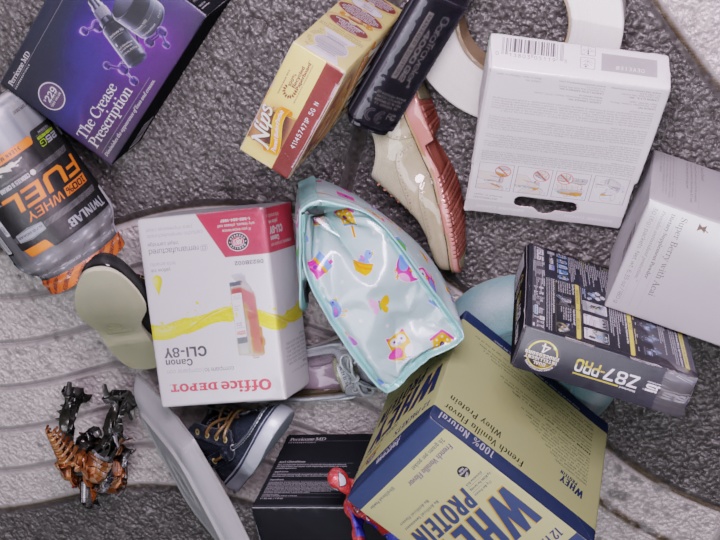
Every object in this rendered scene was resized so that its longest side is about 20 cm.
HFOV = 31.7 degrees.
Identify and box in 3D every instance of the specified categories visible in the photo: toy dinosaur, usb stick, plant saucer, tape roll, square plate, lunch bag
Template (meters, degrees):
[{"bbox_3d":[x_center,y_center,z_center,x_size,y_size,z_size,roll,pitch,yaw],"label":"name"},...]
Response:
[{"bbox_3d":[-0.305,0.203,1.454,0.102,0.136,0.200,9,163,-7],"label":"toy dinosaur"},{"bbox_3d":[0.053,-0.212,1.144,0.055,0.033,0.200,15,120,-31],"label":"usb stick"},{"bbox_3d":[0.174,0.101,1.330,0.200,0.039,0.202,7,118,12],"label":"plant saucer"},{"bbox_3d":[0.142,-0.233,1.163,0.202,0.037,0.204,7,119,12],"label":"tape roll"},{"bbox_3d":[-0.188,0.230,1.416,0.028,0.198,0.201,-31,118,-16],"label":"square plate"},{"bbox_3d":[0.000,0.000,1.241,0.122,0.170,0.200,-38,101,6],"label":"lunch bag"}]

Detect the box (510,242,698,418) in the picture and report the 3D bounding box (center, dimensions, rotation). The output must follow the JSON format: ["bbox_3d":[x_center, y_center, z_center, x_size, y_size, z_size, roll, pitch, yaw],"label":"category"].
[{"bbox_3d":[0.224,0.050,1.190,0.161,0.200,0.049,15,114,1],"label":"box"}]

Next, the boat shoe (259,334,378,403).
[{"bbox_3d":[-0.040,0.112,1.379,0.201,0.065,0.075,-4,116,17],"label":"boat shoe"}]

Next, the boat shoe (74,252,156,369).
[{"bbox_3d":[-0.252,0.035,1.347,0.073,0.063,0.202,-2,150,7],"label":"boat shoe"}]

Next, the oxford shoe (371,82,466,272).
[{"bbox_3d":[0.053,-0.089,1.245,0.074,0.071,0.201,-13,102,18],"label":"oxford shoe"}]

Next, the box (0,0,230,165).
[{"bbox_3d":[-0.243,-0.228,1.249,0.141,0.079,0.200,37,120,-3],"label":"box"}]

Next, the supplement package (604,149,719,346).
[{"bbox_3d":[0.344,-0.009,1.178,0.199,0.120,0.122,19,120,4],"label":"supplement package"}]

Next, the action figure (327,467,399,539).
[{"bbox_3d":[0.039,0.273,1.247,0.200,0.099,0.065,41,115,0],"label":"action figure"}]

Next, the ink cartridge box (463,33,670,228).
[{"bbox_3d":[0.186,-0.125,1.177,0.160,0.050,0.200,7,146,2],"label":"ink cartridge box"}]

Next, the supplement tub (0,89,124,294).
[{"bbox_3d":[-0.342,-0.082,1.325,0.122,0.123,0.200,-25,109,25],"label":"supplement tub"}]

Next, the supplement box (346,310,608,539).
[{"bbox_3d":[0.122,0.187,1.251,0.200,0.200,0.134,38,120,-7],"label":"supplement box"}]

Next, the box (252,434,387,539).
[{"bbox_3d":[0.001,0.247,1.386,0.199,0.141,0.079,-3,117,17],"label":"box"}]

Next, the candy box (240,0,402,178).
[{"bbox_3d":[-0.032,-0.175,1.145,0.055,0.200,0.116,32,121,0],"label":"candy box"}]

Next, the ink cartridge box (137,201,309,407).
[{"bbox_3d":[-0.140,0.036,1.321,0.145,0.083,0.201,-5,96,16],"label":"ink cartridge box"}]

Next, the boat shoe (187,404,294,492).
[{"bbox_3d":[-0.142,0.181,1.405,0.091,0.071,0.200,38,147,2],"label":"boat shoe"}]
